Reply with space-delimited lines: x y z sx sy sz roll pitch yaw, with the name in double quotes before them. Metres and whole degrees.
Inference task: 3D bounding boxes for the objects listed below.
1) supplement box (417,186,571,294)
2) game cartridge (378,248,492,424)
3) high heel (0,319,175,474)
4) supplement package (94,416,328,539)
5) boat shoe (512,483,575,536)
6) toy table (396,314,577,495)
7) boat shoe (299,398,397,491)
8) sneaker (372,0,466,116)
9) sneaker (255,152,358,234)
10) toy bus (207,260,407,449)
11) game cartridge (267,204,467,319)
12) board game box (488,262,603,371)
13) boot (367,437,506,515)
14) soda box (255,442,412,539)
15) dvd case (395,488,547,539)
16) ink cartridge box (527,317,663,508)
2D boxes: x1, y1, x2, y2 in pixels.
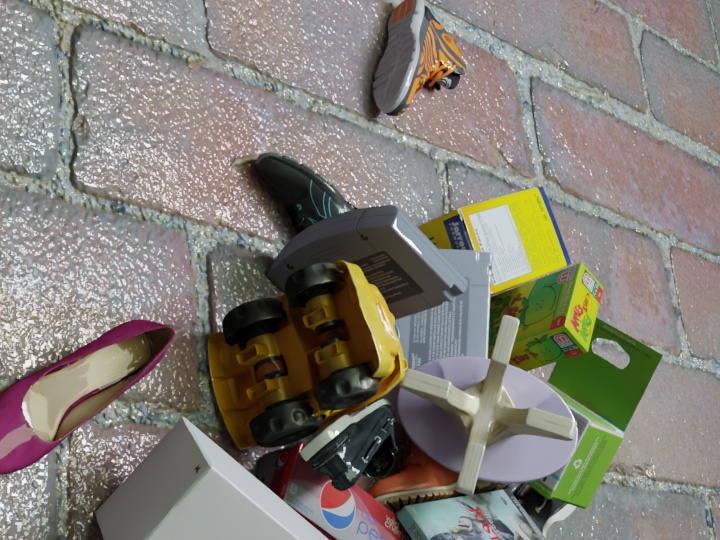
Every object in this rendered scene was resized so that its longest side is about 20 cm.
"supplement box" 0.154 -0.024 1.571 0.199 0.109 0.110 -16 84 -50
"game cartridge" 0.080 0.075 1.430 0.041 0.132 0.203 85 9 -76
"high heel" -0.244 0.102 1.085 0.068 0.096 0.200 55 42 -13
"supplement package" -0.115 0.249 1.111 0.121 0.120 0.200 -46 115 -3
"boat shoe" 0.194 0.291 1.500 0.199 0.074 0.061 -26 90 -51
"toy table" 0.135 0.148 1.330 0.117 0.197 0.186 79 16 -75
"boat shoe" 0.003 0.176 1.251 0.066 0.074 0.199 51 9 10
"sneaker" 0.085 -0.256 1.624 0.112 0.077 0.202 38 48 -29
"sneaker" -0.042 -0.052 1.394 0.199 0.075 0.080 38 83 -9
"toy bus" -0.022 0.088 1.262 0.191 0.199 0.137 9 56 -51
"game cartridge" 0.000 0.000 1.320 0.133 0.199 0.042 48 48 -22
"board game box" 0.184 0.071 1.490 0.048 0.199 0.102 45 45 -24
"boot" 0.067 0.220 1.408 0.199 0.075 0.108 -8 59 -43
"soda box" -0.021 0.260 1.285 0.200 0.063 0.071 40 47 -28
"dvd case" 0.140 0.300 1.343 0.199 0.022 0.146 7 39 -51
"ink cartridge box" 0.242 0.152 1.491 0.075 0.147 0.202 20 98 -39
